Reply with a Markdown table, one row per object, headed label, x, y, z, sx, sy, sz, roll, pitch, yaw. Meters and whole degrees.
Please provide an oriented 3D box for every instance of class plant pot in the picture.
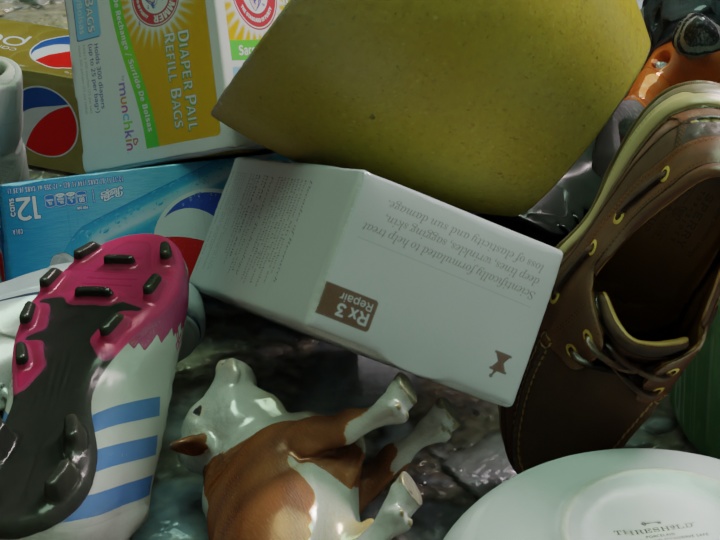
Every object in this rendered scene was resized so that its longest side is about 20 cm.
| label | x | y | z | sx | sy | sz | roll | pitch | yaw |
| --- | --- | --- | --- | --- | --- | --- | --- | --- | --- |
| plant pot | 0.046 | -0.107 | 0.854 | 0.142 | 0.200 | 0.200 | 38 | 32 | -5 |

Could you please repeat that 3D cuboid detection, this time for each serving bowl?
| label | x | y | z | sx | sy | sz | roll | pitch | yaw |
| --- | --- | --- | --- | --- | --- | --- | --- | --- | --- |
| serving bowl | 0.118 | 0.128 | 0.727 | 0.198 | 0.066 | 0.201 | 1 | 30 | -1 |

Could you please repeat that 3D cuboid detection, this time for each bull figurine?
| label | x | y | z | sx | sy | sz | roll | pitch | yaw |
| --- | --- | --- | --- | --- | --- | --- | --- | --- | --- |
| bull figurine | -0.020 | 0.099 | 0.753 | 0.121 | 0.065 | 0.201 | -32 | 34 | 17 |

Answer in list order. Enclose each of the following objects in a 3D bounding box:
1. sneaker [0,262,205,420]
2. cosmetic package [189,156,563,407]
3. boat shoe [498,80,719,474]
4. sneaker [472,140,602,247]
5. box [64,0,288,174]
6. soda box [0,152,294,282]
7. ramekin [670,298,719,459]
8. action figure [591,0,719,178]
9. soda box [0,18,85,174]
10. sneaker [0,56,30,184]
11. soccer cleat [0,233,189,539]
| label | x | y | z | sx | sy | sz | roll | pitch | yaw |
| --- | --- | --- | --- | --- | --- | --- | --- | --- | --- |
| sneaker | -0.167 | 0.049 | 0.867 | 0.198 | 0.073 | 0.071 | -9 | 49 | -10 |
| cosmetic package | 0.000 | 0.000 | 0.838 | 0.101 | 0.075 | 0.200 | 21 | -4 | -21 |
| boat shoe | 0.109 | 0.018 | 0.786 | 0.071 | 0.201 | 0.068 | 21 | 29 | -5 |
| sneaker | 0.107 | -0.033 | 1.020 | 0.198 | 0.076 | 0.091 | -11 | 45 | -17 |
| box | -0.056 | -0.115 | 1.018 | 0.101 | 0.114 | 0.199 | -7 | 1 | 34 |
| soda box | -0.086 | -0.022 | 0.963 | 0.198 | 0.065 | 0.068 | -8 | 1 | -15 |
| ramekin | 0.236 | 0.030 | 0.872 | 0.198 | 0.099 | 0.201 | 1 | 29 | -1 |
| action figure | 0.198 | -0.116 | 0.930 | 0.198 | 0.105 | 0.194 | -19 | 22 | 16 |
| soda box | -0.203 | -0.108 | 1.131 | 0.198 | 0.065 | 0.068 | 10 | 31 | 16 |
| sneaker | -0.229 | -0.041 | 0.962 | 0.073 | 0.117 | 0.200 | 9 | 32 | 11 |
| soccer cleat | -0.116 | 0.066 | 0.798 | 0.069 | 0.087 | 0.201 | -2 | 36 | 14 |
